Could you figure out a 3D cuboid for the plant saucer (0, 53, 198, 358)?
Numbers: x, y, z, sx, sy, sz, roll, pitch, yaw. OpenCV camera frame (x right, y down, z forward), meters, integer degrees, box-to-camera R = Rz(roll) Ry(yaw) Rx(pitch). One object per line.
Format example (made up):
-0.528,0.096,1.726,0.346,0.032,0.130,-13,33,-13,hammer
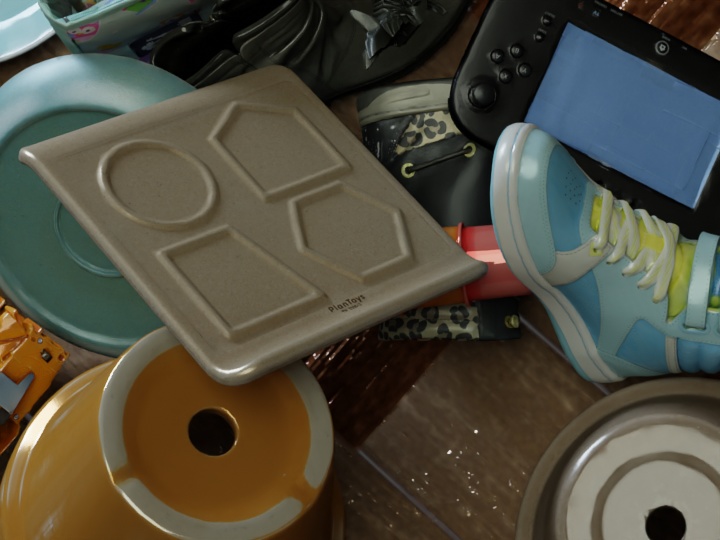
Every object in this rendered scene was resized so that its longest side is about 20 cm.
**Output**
-0.148,-0.030,1.278,0.198,0.027,0.202,8,119,14,plant saucer

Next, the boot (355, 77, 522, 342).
0.099,-0.036,1.268,0.201,0.073,0.156,-2,85,5,boot

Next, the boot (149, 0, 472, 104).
-0.023,-0.148,1.285,0.199,0.131,0.068,-35,71,3,boot

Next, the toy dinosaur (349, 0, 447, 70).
0.006,-0.206,1.217,0.136,0.102,0.200,48,52,7,toy dinosaur

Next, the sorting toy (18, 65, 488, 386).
-0.058,-0.026,1.158,0.184,0.037,0.200,-23,54,-38,sorting toy

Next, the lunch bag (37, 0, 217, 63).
-0.115,-0.206,1.299,0.121,0.170,0.201,29,84,8,lunch bag

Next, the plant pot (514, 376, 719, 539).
0.171,0.143,1.152,0.198,0.175,0.202,-3,75,12,plant pot

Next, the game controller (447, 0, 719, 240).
0.149,-0.086,1.212,0.199,0.042,0.105,26,92,-7,game controller

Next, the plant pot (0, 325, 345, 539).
-0.093,0.119,1.176,0.198,0.184,0.202,6,63,-13,plant pot

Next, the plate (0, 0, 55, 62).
-0.246,-0.225,1.412,0.198,0.026,0.202,-3,77,12,plate

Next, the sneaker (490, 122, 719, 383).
0.155,-0.012,1.158,0.129,0.200,0.080,-1,57,29,sneaker

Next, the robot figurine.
-0.266,0.103,1.296,0.200,0.058,0.145,-50,29,-9,robot figurine

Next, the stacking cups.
0.000,0.000,1.215,0.198,0.061,0.061,-8,76,10,stacking cups
